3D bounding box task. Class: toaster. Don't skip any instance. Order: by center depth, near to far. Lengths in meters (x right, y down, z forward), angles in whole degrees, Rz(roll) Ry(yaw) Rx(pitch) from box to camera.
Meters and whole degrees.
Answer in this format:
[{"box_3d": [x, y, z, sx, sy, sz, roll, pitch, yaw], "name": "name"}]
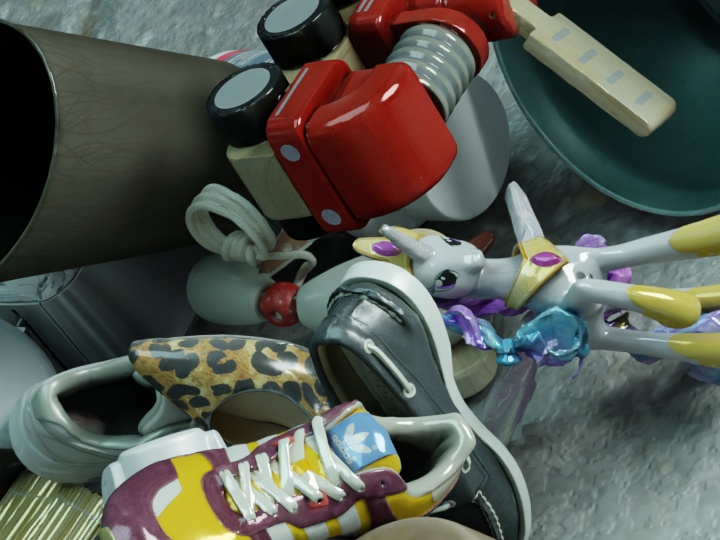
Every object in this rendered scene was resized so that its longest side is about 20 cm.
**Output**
[{"box_3d": [-0.165, -0.020, 1.589, 0.114, 0.129, 0.200, 2, 56, 40], "name": "toaster"}]

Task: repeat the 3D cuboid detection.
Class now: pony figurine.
[{"box_3d": [0.109, 0.017, 1.301, 0.200, 0.193, 0.167, 2, 70, 15], "name": "pony figurine"}]

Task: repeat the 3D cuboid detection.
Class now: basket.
[{"box_3d": [-0.157, -0.068, 1.437, 0.180, 0.200, 0.136, -45, 64, 34], "name": "basket"}]

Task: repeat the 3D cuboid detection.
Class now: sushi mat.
[{"box_3d": [-0.225, 0.204, 1.419, 0.096, 0.012, 0.200, 13, 61, 51], "name": "sushi mat"}]

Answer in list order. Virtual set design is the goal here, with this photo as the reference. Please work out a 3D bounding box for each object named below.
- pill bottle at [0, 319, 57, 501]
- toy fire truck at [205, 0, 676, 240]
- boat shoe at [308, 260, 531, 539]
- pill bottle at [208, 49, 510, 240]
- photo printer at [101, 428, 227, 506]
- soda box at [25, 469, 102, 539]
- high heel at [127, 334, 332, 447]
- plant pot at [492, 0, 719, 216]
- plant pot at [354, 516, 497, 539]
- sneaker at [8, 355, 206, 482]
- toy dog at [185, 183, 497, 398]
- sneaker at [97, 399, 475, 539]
[{"box_3d": [-0.273, 0.123, 1.532, 0.200, 0.106, 0.106, -51, 29, 39], "name": "pill bottle"}, {"box_3d": [0.049, -0.097, 1.337, 0.200, 0.129, 0.176, -5, 41, 37], "name": "toy fire truck"}, {"box_3d": [0.027, 0.089, 1.271, 0.076, 0.200, 0.060, -5, 36, 40], "name": "boat shoe"}, {"box_3d": [-0.012, -0.078, 1.521, 0.200, 0.120, 0.120, 5, 58, 42], "name": "pill bottle"}, {"box_3d": [-0.073, 0.190, 1.259, 0.069, 0.166, 0.200, -18, 79, -9], "name": "photo printer"}, {"box_3d": [-0.175, 0.156, 1.491, 0.068, 0.063, 0.200, 24, 72, 48], "name": "soda box"}, {"box_3d": [-0.043, 0.116, 1.328, 0.071, 0.200, 0.143, 126, 162, -48], "name": "high heel"}, {"box_3d": [0.189, -0.149, 1.382, 0.200, 0.200, 0.134, 10, 35, 44], "name": "plant pot"}, {"box_3d": [0.058, 0.205, 1.167, 0.200, 0.175, 0.200, -23, 42, 22], "name": "plant pot"}, {"box_3d": [-0.099, 0.083, 1.416, 0.200, 0.099, 0.078, -7, 77, -13], "name": "sneaker"}, {"box_3d": [0.000, 0.000, 1.443, 0.200, 0.132, 0.096, 23, 51, 17], "name": "toy dog"}, {"box_3d": [-0.033, 0.099, 1.156, 0.090, 0.200, 0.075, -47, 65, 36], "name": "sneaker"}]
